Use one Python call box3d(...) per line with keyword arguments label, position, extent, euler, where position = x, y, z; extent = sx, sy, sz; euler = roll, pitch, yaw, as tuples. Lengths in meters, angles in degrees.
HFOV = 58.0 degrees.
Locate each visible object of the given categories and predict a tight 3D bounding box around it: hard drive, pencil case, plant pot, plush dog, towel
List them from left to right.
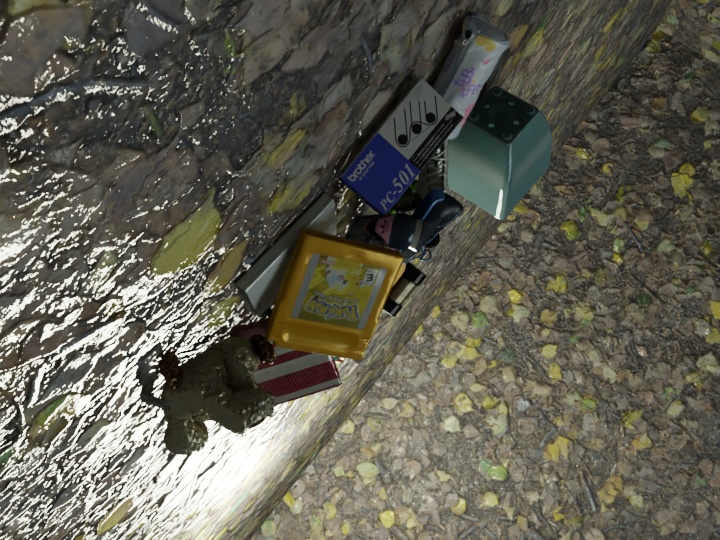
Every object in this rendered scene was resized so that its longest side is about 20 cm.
box3d(label="plush dog", position=(-0.221, 0.164, 0.996), extent=(0.200, 0.161, 0.172), euler=(-27, -170, 24))
box3d(label="towel", position=(-0.124, 0.150, 1.120), extent=(0.144, 0.023, 0.200), euler=(-17, 129, 2))
box3d(label="hard drive", position=(-0.114, -0.021, 1.046), extent=(0.200, 0.026, 0.132), euler=(-48, 166, -17))
box3d(label="pencil case", position=(0.167, -0.316, 1.080), extent=(0.091, 0.083, 0.200), euler=(-39, 162, -48))
box3d(label="plant pot", position=(0.293, -0.275, 1.403), extent=(0.196, 0.196, 0.200), euler=(-47, 158, -18))

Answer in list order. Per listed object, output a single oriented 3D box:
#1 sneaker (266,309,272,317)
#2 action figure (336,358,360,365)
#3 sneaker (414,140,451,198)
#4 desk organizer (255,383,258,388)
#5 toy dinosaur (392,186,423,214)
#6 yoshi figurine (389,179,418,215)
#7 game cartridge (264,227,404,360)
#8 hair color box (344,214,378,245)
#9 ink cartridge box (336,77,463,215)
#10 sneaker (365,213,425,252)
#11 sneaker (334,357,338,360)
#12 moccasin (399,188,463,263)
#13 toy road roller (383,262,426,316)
box3d(label="sneaker", position=(-0.138, 0.113, 1.169), extent=(0.075, 0.084, 0.200), euler=(-24, 144, -50))
box3d(label="action figure", position=(-0.073, 0.167, 1.414), extent=(0.200, 0.105, 0.193), euler=(-21, -169, -25))
box3d(label="sneaker", position=(0.132, -0.185, 1.217), extent=(0.115, 0.075, 0.201), euler=(69, 20, -61))
box3d(label="desk organizer", position=(-0.172, 0.194, 1.314), extent=(0.077, 0.072, 0.200), euler=(-34, 158, -58))
box3d(label="toy dinosaur", position=(0.059, -0.140, 1.140), extent=(0.077, 0.102, 0.200), euler=(-54, 168, 7))
box3d(label="yoshi figurine", position=(0.104, -0.111, 1.363), extent=(0.112, 0.112, 0.200), euler=(-42, 162, -12))
box3d(label="game cartridge", position=(-0.043, 0.044, 1.036), extent=(0.200, 0.176, 0.032), euler=(-70, -155, 19))
box3d(label="hair color box", position=(0.000, 0.000, 1.190), extent=(0.100, 0.060, 0.200), euler=(59, 43, -37))
box3d(label="ink cartridge box", position=(0.062, -0.193, 1.020), extent=(0.200, 0.094, 0.044), euler=(-51, -167, -2))
box3d(label="sneaker", position=(0.043, -0.070, 1.092), extent=(0.200, 0.082, 0.070), euler=(176, -72, -77))
box3d(label="sneaker", position=(-0.084, 0.104, 1.213), extent=(0.080, 0.077, 0.200), euler=(-35, 126, -17))
box3d(label="moccasin", position=(0.110, -0.058, 1.137), extent=(0.200, 0.068, 0.081), euler=(131, -25, -54))
box3d(label="toy road roller", position=(0.032, -0.001, 1.439), extent=(0.200, 0.146, 0.123), euler=(31, 99, -39))
